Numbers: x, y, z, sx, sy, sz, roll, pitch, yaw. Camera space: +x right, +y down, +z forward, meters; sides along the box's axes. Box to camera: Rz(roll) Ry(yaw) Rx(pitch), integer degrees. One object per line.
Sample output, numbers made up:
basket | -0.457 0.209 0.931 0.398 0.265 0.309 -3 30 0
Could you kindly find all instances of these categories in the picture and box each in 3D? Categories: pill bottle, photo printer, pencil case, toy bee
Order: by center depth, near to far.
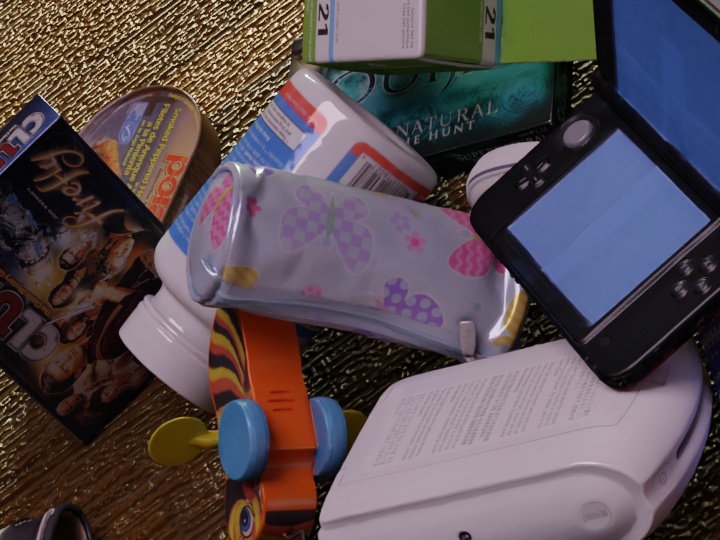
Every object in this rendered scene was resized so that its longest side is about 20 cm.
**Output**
photo printer | 0.092 0.100 1.489 0.200 0.069 0.166 -15 22 24
pencil case | 0.000 0.000 1.580 0.083 0.200 0.091 141 140 -60
toy bee | -0.061 0.116 1.588 0.109 0.131 0.200 126 157 -48
pill bottle | -0.055 -0.015 1.678 0.200 0.112 0.112 -50 43 6

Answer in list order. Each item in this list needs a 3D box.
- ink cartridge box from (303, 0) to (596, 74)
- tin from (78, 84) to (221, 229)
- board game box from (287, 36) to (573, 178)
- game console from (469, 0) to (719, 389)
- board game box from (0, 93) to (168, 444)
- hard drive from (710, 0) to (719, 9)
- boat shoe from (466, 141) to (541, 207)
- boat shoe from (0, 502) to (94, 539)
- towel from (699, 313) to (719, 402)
ink cartridge box | 0.062 -0.198 1.660 0.200 0.076 0.148 1 89 46
tin | -0.161 -0.033 1.830 0.112 0.042 0.200 1 57 40
board game box | 0.041 -0.116 1.761 0.200 0.028 0.135 -14 50 25
game console | 0.131 -0.066 1.468 0.172 0.119 0.200 -42 36 4
board game box | -0.185 0.003 1.699 0.135 0.200 0.035 -45 43 -3
hard drive | 0.237 -0.192 1.683 0.140 0.033 0.200 -18 48 22
boat shoe | 0.141 -0.024 1.594 0.200 0.071 0.070 10 60 32
boat shoe | -0.181 0.219 1.621 0.060 0.074 0.200 -32 36 17
towel | 0.221 0.009 1.442 0.145 0.024 0.200 -47 44 43
